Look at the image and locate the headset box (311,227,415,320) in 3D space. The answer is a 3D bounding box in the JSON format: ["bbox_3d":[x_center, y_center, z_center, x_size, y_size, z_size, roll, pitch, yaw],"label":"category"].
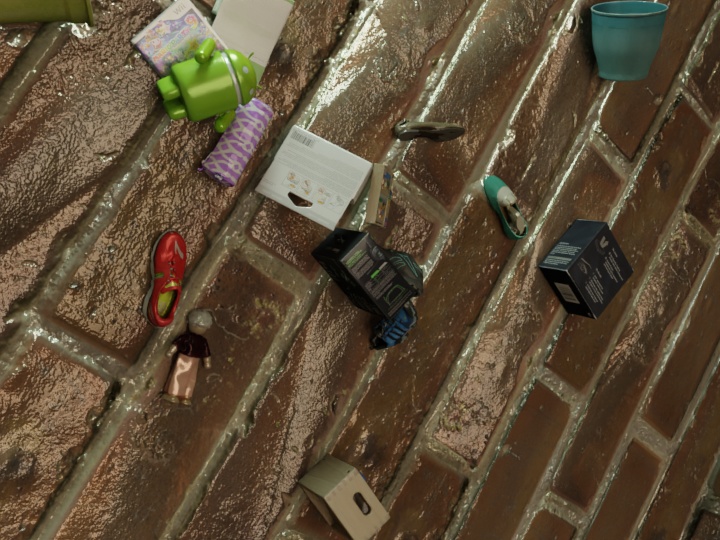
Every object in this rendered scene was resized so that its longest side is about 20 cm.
[{"bbox_3d":[0.000,0.000,1.797,0.093,0.174,0.200,-46,112,-14],"label":"headset box"}]

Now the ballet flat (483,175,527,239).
[{"bbox_3d":[0.392,-0.167,2.093,0.067,0.070,0.200,-39,115,-21],"label":"ballet flat"}]

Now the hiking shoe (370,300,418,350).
[{"bbox_3d":[0.078,0.130,1.879,0.087,0.074,0.200,-28,152,-25],"label":"hiking shoe"}]

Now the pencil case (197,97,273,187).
[{"bbox_3d":[-0.260,-0.271,1.663,0.085,0.084,0.200,29,79,-8],"label":"pencil case"}]

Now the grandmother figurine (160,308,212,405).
[{"bbox_3d":[-0.363,0.177,1.674,0.121,0.060,0.201,28,77,-60],"label":"grandmother figurine"}]

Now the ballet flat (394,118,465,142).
[{"bbox_3d":[0.169,-0.346,1.941,0.199,0.067,0.046,-6,67,-29],"label":"ballet flat"}]

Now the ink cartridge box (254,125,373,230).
[{"bbox_3d":[-0.100,-0.196,1.724,0.200,0.045,0.176,28,78,9],"label":"ink cartridge box"}]

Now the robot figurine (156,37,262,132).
[{"bbox_3d":[-0.295,-0.365,1.567,0.200,0.116,0.176,-21,128,-13],"label":"robot figurine"}]

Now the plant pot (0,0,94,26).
[{"bbox_3d":[-0.581,-0.507,1.374,0.184,0.200,0.201,-17,106,-18],"label":"plant pot"}]

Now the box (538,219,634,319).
[{"bbox_3d":[0.639,-0.005,2.245,0.200,0.117,0.197,-46,117,-18],"label":"box"}]

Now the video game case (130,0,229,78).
[{"bbox_3d":[-0.341,-0.428,1.604,0.143,0.018,0.200,-43,117,-3],"label":"video game case"}]

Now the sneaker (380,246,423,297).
[{"bbox_3d":[0.080,-0.015,1.929,0.200,0.075,0.079,40,53,-29],"label":"sneaker"}]

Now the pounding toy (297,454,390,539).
[{"bbox_3d":[-0.021,0.539,1.878,0.142,0.184,0.200,-39,107,-21],"label":"pounding toy"}]

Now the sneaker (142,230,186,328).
[{"bbox_3d":[-0.385,0.020,1.617,0.077,0.085,0.201,8,93,-33],"label":"sneaker"}]

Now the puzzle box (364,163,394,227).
[{"bbox_3d":[0.045,-0.167,1.818,0.025,0.200,0.133,10,93,9],"label":"puzzle box"}]

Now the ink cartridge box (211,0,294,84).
[{"bbox_3d":[-0.243,-0.505,1.660,0.145,0.048,0.200,20,101,-32],"label":"ink cartridge box"}]

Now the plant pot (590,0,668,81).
[{"bbox_3d":[0.730,-0.628,2.185,0.200,0.200,0.188,-21,123,-28],"label":"plant pot"}]
